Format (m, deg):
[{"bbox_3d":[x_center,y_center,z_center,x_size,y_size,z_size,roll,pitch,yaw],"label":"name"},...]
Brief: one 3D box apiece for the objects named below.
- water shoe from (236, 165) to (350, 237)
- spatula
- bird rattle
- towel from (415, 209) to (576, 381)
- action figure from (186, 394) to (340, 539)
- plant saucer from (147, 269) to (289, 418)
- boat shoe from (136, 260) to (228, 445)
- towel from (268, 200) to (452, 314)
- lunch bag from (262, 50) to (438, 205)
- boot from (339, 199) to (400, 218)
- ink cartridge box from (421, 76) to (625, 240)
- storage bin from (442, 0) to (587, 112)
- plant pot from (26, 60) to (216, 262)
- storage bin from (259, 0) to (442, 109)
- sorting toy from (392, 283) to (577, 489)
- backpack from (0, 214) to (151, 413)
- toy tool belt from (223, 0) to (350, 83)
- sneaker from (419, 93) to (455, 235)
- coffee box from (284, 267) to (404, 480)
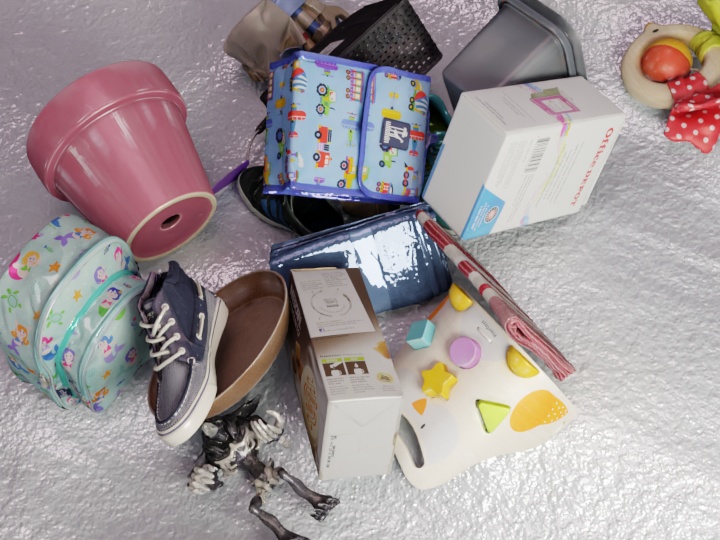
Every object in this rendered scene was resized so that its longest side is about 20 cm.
[{"bbox_3d":[-0.075,-0.085,1.370,0.200,0.079,0.071,36,66,27],"label":"water shoe"},{"bbox_3d":[-0.134,-0.164,1.451,0.020,0.057,0.201,35,61,-6],"label":"spatula"},{"bbox_3d":[0.407,-0.245,1.425,0.162,0.113,0.201,16,72,31],"label":"bird rattle"},{"bbox_3d":[0.139,0.025,1.210,0.023,0.144,0.200,-44,45,7],"label":"towel"},{"bbox_3d":[-0.114,0.198,1.170,0.200,0.102,0.119,38,80,27],"label":"action figure"},{"bbox_3d":[-0.146,0.086,1.222,0.200,0.034,0.201,-33,31,22],"label":"plant saucer"},{"bbox_3d":[-0.196,0.079,1.160,0.074,0.093,0.201,-30,33,23],"label":"boat shoe"},{"bbox_3d":[0.000,0.000,1.291,0.199,0.112,0.049,-17,17,-7],"label":"towel"},{"bbox_3d":[-0.003,-0.157,1.306,0.199,0.094,0.152,4,89,-26],"label":"lunch bag"},{"bbox_3d":[0.022,-0.152,1.412,0.075,0.074,0.201,4,59,19],"label":"boot"},{"bbox_3d":[0.185,-0.129,1.279,0.199,0.145,0.085,-13,48,-37],"label":"ink cartridge box"},{"bbox_3d":[0.176,-0.220,1.366,0.134,0.200,0.146,-41,59,-9],"label":"storage bin"},{"bbox_3d":[-0.273,-0.118,1.366,0.199,0.200,0.179,-32,73,-14],"label":"plant pot"},{"bbox_3d":[-0.012,-0.244,1.424,0.200,0.094,0.135,-45,23,-22],"label":"storage bin"},{"bbox_3d":[0.092,0.131,1.204,0.180,0.107,0.200,-44,59,1],"label":"sorting toy"},{"bbox_3d":[-0.307,0.046,1.239,0.150,0.201,0.178,25,61,23],"label":"backpack"},{"bbox_3d":[-0.078,-0.325,1.531,0.123,0.125,0.200,47,72,-9],"label":"toy tool belt"},{"bbox_3d":[0.099,-0.128,1.374,0.077,0.080,0.201,-14,56,-3],"label":"sneaker"},{"bbox_3d":[-0.022,0.102,1.178,0.079,0.115,0.201,-3,40,-15],"label":"coffee box"}]
